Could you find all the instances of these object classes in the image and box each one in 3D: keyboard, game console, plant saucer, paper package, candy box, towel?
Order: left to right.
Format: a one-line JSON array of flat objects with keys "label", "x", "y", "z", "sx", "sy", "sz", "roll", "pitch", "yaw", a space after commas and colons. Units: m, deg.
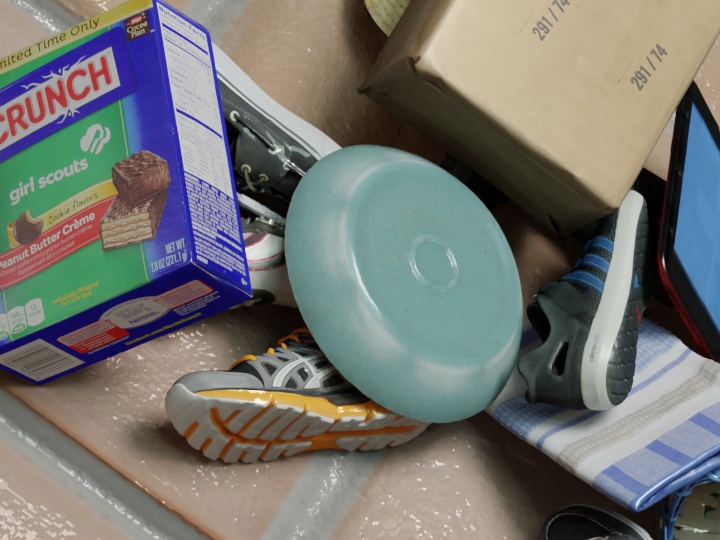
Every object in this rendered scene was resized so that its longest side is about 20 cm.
[{"label": "candy box", "x": -0.169, "y": -0.052, "z": 1.606, "sx": 0.077, "sy": 0.169, "sz": 0.201, "roll": 35, "pitch": 39, "yaw": -54}, {"label": "keyboard", "x": 0.000, "y": 0.000, "z": 1.739, "sx": 0.200, "sy": 0.056, "sz": 0.011, "roll": 31, "pitch": 88, "yaw": -8}, {"label": "plant saucer", "x": 0.040, "y": 0.001, "z": 1.686, "sx": 0.200, "sy": 0.036, "sz": 0.201, "roll": 20, "pitch": 56, "yaw": -32}, {"label": "paper package", "x": 0.132, "y": -0.158, "z": 1.750, "sx": 0.190, "sy": 0.103, "sz": 0.200, "roll": 35, "pitch": 70, "yaw": -15}, {"label": "towel", "x": 0.172, "y": 0.083, "z": 1.716, "sx": 0.147, "sy": 0.024, "sz": 0.200, "roll": -27, "pitch": 40, "yaw": -26}, {"label": "game console", "x": 0.295, "y": -0.021, "z": 1.802, "sx": 0.172, "sy": 0.119, "sz": 0.200, "roll": 10, "pitch": 49, "yaw": 4}]

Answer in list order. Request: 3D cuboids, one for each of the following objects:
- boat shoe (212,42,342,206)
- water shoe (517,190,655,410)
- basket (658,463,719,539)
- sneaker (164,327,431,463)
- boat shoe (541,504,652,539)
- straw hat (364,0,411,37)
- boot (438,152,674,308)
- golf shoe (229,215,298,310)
[{"label": "boat shoe", "x": -0.075, "y": -0.085, "z": 1.744, "sx": 0.200, "sy": 0.069, "sz": 0.057, "roll": 41, "pitch": 60, "yaw": 7}, {"label": "water shoe", "x": 0.153, "y": 0.014, "z": 1.732, "sx": 0.079, "sy": 0.072, "sz": 0.200, "roll": -1, "pitch": 38, "yaw": 17}, {"label": "basket", "x": 0.287, "y": 0.179, "z": 1.709, "sx": 0.176, "sy": 0.139, "sz": 0.200, "roll": 4, "pitch": 44, "yaw": 1}, {"label": "sneaker", "x": -0.044, "y": 0.076, "z": 1.660, "sx": 0.200, "sy": 0.078, "sz": 0.077, "roll": 2, "pitch": 61, "yaw": -38}, {"label": "boat shoe", "x": 0.164, "y": 0.205, "z": 1.633, "sx": 0.066, "sy": 0.070, "sz": 0.200, "roll": 40, "pitch": 8, "yaw": -37}, {"label": "straw hat", "x": 0.107, "y": -0.213, "z": 1.857, "sx": 0.201, "sy": 0.085, "sz": 0.201, "roll": 17, "pitch": 36, "yaw": -13}, {"label": "boot", "x": 0.153, "y": -0.035, "z": 1.833, "sx": 0.200, "sy": 0.066, "sz": 0.165, "roll": 38, "pitch": 54, "yaw": -8}, {"label": "golf shoe", "x": -0.093, "y": 0.003, "z": 1.686, "sx": 0.199, "sy": 0.077, "sz": 0.088, "roll": 21, "pitch": 71, "yaw": -8}]
